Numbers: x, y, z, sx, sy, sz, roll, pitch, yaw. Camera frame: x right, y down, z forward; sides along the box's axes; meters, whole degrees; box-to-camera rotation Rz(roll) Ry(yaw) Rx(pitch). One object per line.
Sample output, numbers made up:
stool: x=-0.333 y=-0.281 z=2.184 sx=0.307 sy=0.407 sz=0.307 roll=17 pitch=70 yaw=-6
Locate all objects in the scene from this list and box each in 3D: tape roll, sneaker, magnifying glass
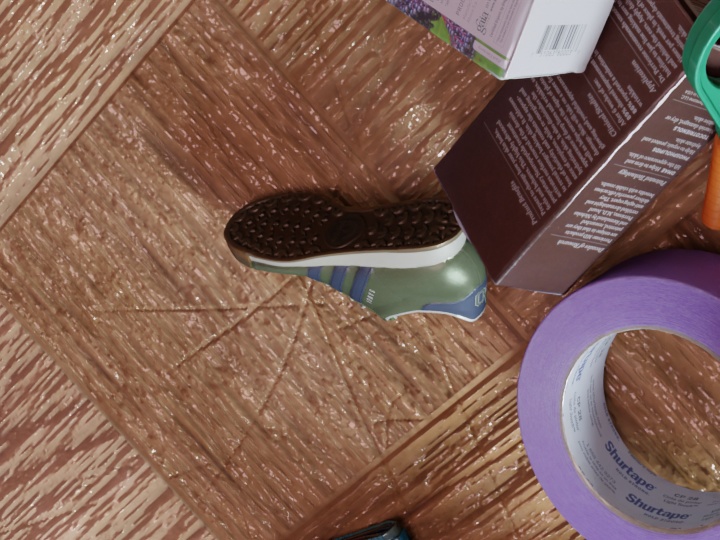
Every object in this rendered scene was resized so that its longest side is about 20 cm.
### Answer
tape roll: x=0.201 y=0.091 z=0.924 sx=0.199 sy=0.065 sz=0.202 roll=13 pitch=114 yaw=32
sneaker: x=0.000 y=0.000 z=0.994 sx=0.199 sy=0.067 sz=0.090 roll=2 pitch=137 yaw=36
magnifying glass: x=0.213 y=-0.091 z=0.812 sx=0.079 sy=0.022 sz=0.201 roll=-21 pitch=144 yaw=-8

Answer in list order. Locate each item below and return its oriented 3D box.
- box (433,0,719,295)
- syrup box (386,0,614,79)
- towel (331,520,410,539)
box: x=0.141 y=-0.088 z=0.871 sx=0.200 sy=0.075 sz=0.101 roll=-48 pitch=50 yaw=30
syrup box: x=0.050 y=-0.195 z=0.843 sx=0.200 sy=0.078 sz=0.082 roll=39 pitch=123 yaw=32
towel: x=0.018 y=0.299 z=1.141 sx=0.146 sy=0.022 sz=0.201 roll=-23 pitch=101 yaw=30
